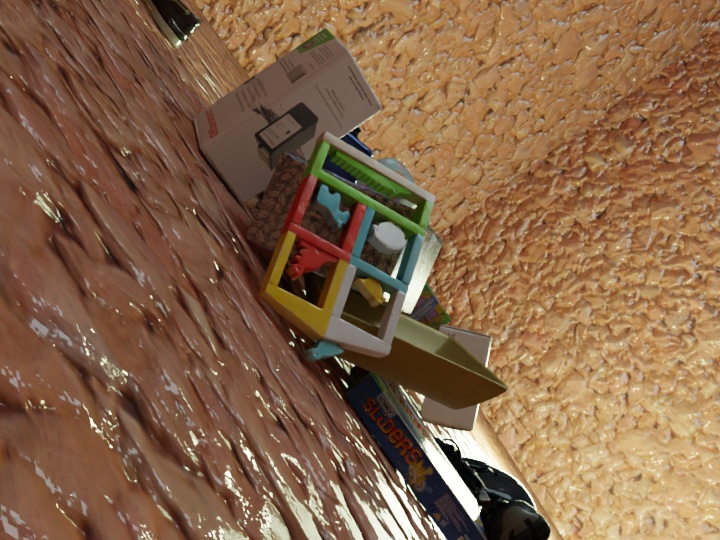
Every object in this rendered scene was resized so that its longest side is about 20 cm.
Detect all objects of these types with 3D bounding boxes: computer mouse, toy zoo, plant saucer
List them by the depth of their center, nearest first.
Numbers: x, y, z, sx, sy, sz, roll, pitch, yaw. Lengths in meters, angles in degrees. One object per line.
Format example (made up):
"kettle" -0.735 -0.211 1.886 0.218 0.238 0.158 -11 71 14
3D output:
"toy zoo" -0.012 -0.011 0.868 0.130 0.202 0.020 28 -26 -19
"plant saucer" 0.032 0.076 0.988 0.198 0.049 0.200 25 5 -14
"computer mouse" 0.187 0.301 1.309 0.200 0.053 0.139 42 6 -33

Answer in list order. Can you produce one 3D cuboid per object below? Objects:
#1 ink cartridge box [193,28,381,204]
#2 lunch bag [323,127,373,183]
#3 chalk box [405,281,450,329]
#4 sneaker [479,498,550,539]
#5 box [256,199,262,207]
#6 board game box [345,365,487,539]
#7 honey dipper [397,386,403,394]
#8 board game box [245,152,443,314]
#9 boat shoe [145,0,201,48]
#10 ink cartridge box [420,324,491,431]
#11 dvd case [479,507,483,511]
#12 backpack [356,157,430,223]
"ink cartridge box" -0.090 -0.186 1.129 0.084 0.199 0.146 55 3 -27
"lunch bag" -0.075 -0.178 1.348 0.199 0.133 0.136 33 5 -28
"chalk box" 0.053 0.047 1.502 0.125 0.123 0.200 57 5 36
"sneaker" 0.149 0.280 1.006 0.080 0.075 0.201 56 -13 32
"box" -0.087 -0.057 1.304 0.111 0.035 0.200 55 3 -4
"board game box" 0.056 0.186 0.984 0.201 0.034 0.135 55 4 -3
"honey dipper" 0.021 0.104 1.262 0.038 0.038 0.201 52 6 -37
"board game box" -0.010 -0.034 1.044 0.158 0.098 0.200 24 -1 14
"boat shoe" -0.317 -0.443 1.549 0.202 0.060 0.072 58 4 29
"ink cartridge box" 0.150 0.166 1.480 0.082 0.149 0.200 12 -3 8
"dvd case" 0.228 0.417 1.277 0.147 0.022 0.200 54 2 -18
"backpack" 0.016 -0.080 1.566 0.154 0.199 0.176 57 4 34
